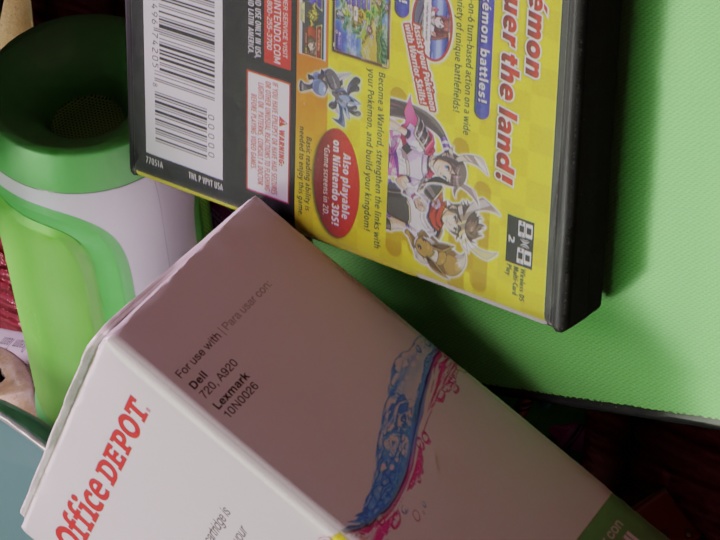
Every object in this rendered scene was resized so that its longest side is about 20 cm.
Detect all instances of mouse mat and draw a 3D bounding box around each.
[{"bbox_3d":[0.054,-0.032,0.773,0.199,0.008,0.162,8,115,39],"label":"mouse mat"}]

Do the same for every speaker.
[{"bbox_3d":[-0.094,0.000,0.952,0.088,0.088,0.201,39,151,32],"label":"speaker"}]

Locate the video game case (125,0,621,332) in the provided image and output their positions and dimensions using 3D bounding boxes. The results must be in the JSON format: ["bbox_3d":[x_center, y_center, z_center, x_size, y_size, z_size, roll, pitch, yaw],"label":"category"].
[{"bbox_3d":[0.000,-0.099,0.764,0.180,0.025,0.201,21,123,33],"label":"video game case"}]

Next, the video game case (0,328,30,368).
[{"bbox_3d":[-0.085,0.107,1.219,0.200,0.024,0.182,48,160,-23],"label":"video game case"}]

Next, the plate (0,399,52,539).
[{"bbox_3d":[-0.130,0.105,1.018,0.199,0.026,0.201,29,149,19],"label":"plate"}]

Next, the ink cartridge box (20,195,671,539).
[{"bbox_3d":[-0.004,0.094,0.828,0.200,0.084,0.145,40,145,7],"label":"ink cartridge box"}]

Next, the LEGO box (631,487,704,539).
[{"bbox_3d":[0.096,0.196,0.966,0.149,0.077,0.200,54,149,10],"label":"LEGO box"}]

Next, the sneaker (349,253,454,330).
[{"bbox_3d":[0.003,-0.073,0.858,0.200,0.078,0.082,45,136,19],"label":"sneaker"}]

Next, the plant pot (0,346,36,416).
[{"bbox_3d":[-0.185,0.143,1.197,0.200,0.200,0.184,27,149,46],"label":"plant pot"}]

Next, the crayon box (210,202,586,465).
[{"bbox_3d":[0.000,0.000,0.951,0.200,0.058,0.119,41,151,30],"label":"crayon box"}]

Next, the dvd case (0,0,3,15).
[{"bbox_3d":[-0.135,-0.123,0.906,0.016,0.201,0.149,11,169,-7],"label":"dvd case"}]

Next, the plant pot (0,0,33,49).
[{"bbox_3d":[-0.187,-0.132,1.093,0.200,0.027,0.201,167,90,-68],"label":"plant pot"}]
